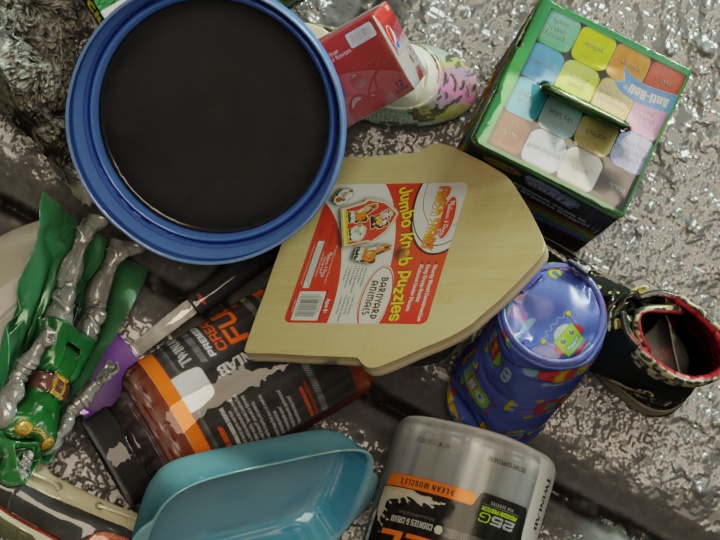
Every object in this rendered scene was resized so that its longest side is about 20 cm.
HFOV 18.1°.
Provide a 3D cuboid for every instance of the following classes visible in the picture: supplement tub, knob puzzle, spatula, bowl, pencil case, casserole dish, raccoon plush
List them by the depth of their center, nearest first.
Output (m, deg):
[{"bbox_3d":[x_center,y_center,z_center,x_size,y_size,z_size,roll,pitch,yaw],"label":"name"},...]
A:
[{"bbox_3d":[0.037,-0.004,1.569,0.219,0.030,0.220,-13,47,14],"label":"knob puzzle"},{"bbox_3d":[-0.106,-0.105,1.587,0.200,0.039,0.201,2,103,9],"label":"bowl"},{"bbox_3d":[-0.081,0.164,1.595,0.200,0.121,0.039,-10,48,-32],"label":"casserole dish"},{"bbox_3d":[0.115,0.060,1.605,0.078,0.200,0.087,-29,75,-20],"label":"pencil case"},{"bbox_3d":[0.057,0.214,1.610,0.122,0.123,0.201,17,79,-4],"label":"supplement tub"},{"bbox_3d":[-0.097,0.088,1.620,0.200,0.107,0.107,-31,85,-11],"label":"supplement tub"},{"bbox_3d":[-0.136,0.037,1.667,0.200,0.021,0.057,-37,87,-12],"label":"spatula"},{"bbox_3d":[-0.217,-0.162,1.674,0.134,0.097,0.200,-41,111,-22],"label":"raccoon plush"}]

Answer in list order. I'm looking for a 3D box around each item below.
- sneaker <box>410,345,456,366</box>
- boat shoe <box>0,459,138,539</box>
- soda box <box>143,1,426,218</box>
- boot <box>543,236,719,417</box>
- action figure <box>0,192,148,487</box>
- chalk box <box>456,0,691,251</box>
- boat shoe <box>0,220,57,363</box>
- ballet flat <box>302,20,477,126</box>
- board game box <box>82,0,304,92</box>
[{"bbox_3d":[0.000,0.000,1.669,0.071,0.099,0.200,-39,56,-13],"label":"sneaker"},{"bbox_3d":[-0.241,0.158,1.610,0.200,0.071,0.063,32,68,4],"label":"boat shoe"},{"bbox_3d":[-0.055,-0.116,1.633,0.200,0.070,0.064,-28,100,15],"label":"soda box"},{"bbox_3d":[0.174,0.025,1.638,0.203,0.154,0.074,38,78,0],"label":"boot"},{"bbox_3d":[-0.213,0.061,1.593,0.118,0.055,0.200,36,65,-40],"label":"action figure"},{"bbox_3d":[0.150,-0.108,1.634,0.125,0.200,0.124,27,79,-2],"label":"chalk box"},{"bbox_3d":[-0.264,0.044,1.616,0.072,0.069,0.200,1,40,30],"label":"boat shoe"},{"bbox_3d":[-0.007,-0.153,1.688,0.199,0.071,0.069,11,75,-5],"label":"ballet flat"},{"bbox_3d":[-0.102,-0.221,1.650,0.200,0.023,0.105,-33,86,-18],"label":"board game box"}]
